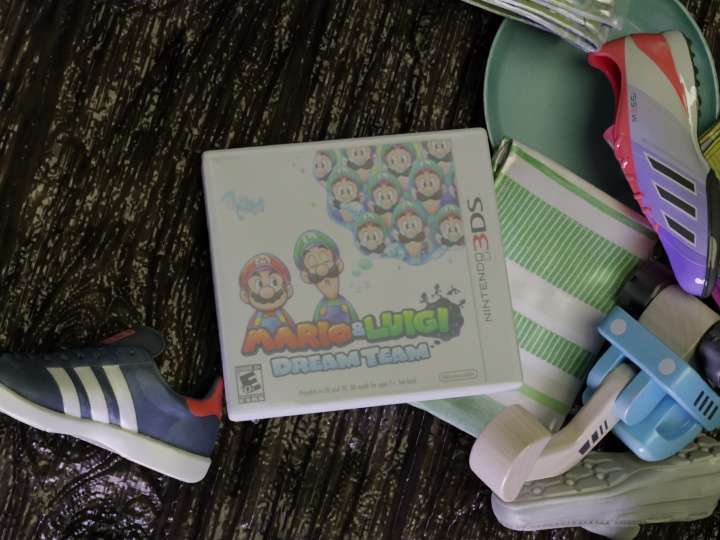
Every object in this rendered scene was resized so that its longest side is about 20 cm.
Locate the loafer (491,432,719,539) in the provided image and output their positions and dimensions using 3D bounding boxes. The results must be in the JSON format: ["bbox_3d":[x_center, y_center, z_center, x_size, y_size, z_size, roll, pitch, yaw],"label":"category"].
[{"bbox_3d":[0.185,0.168,1.210,0.199,0.070,0.070,-5,112,-23],"label":"loafer"}]

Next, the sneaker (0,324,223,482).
[{"bbox_3d":[-0.176,0.066,1.066,0.199,0.075,0.085,24,82,-30],"label":"sneaker"}]

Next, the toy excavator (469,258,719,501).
[{"bbox_3d":[0.184,0.095,1.172,0.200,0.100,0.194,-51,146,2],"label":"toy excavator"}]

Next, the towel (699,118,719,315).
[{"bbox_3d":[0.306,-0.031,1.266,0.144,0.023,0.200,-44,118,-17],"label":"towel"}]

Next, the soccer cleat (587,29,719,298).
[{"bbox_3d":[0.209,-0.074,1.172,0.073,0.068,0.201,-5,72,-4],"label":"soccer cleat"}]

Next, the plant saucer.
[{"bbox_3d":[0.173,-0.124,1.227,0.199,0.036,0.202,0,90,-23],"label":"plant saucer"}]

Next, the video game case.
[{"bbox_3d":[0.000,0.000,1.116,0.198,0.024,0.183,-6,77,-8],"label":"video game case"}]

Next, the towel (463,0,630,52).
[{"bbox_3d":[0.123,-0.270,1.177,0.170,0.048,0.201,19,73,-13],"label":"towel"}]

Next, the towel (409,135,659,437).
[{"bbox_3d":[0.115,0.025,1.187,0.152,0.023,0.201,27,92,-20],"label":"towel"}]
